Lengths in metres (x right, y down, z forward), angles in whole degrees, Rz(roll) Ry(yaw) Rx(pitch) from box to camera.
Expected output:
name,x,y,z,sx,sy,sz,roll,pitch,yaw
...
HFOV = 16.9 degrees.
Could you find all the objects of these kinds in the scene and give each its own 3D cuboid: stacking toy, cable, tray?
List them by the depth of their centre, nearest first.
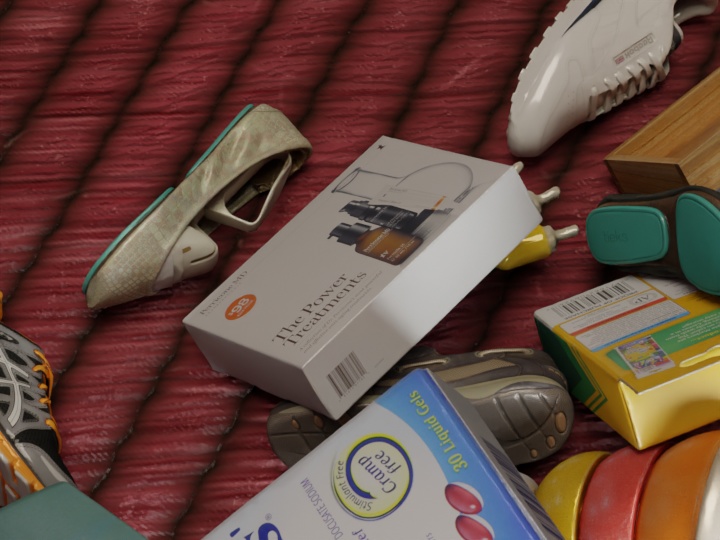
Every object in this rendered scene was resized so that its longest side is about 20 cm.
name,x,y,z,sx,sy,sz,roll,pitch,yaw
stacking toy,0.155,0.155,1.495,0.199,0.146,0.147,7,57,25
cable,0.045,-0.006,1.633,0.199,0.050,0.097,-30,55,-14
tray,0.271,-0.117,1.664,0.200,0.037,0.099,-39,19,-18

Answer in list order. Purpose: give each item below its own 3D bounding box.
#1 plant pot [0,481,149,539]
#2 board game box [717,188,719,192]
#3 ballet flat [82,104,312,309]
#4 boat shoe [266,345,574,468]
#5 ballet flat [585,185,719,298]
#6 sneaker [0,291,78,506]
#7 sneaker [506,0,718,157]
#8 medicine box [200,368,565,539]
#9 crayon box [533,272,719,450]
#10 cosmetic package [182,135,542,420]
name,x,y,z,sx,sy,sz,roll,pitch,yaw
plant pot,-0.207,0.238,1.451,0.141,0.142,0.200,32,58,21
board game box,0.330,-0.048,1.648,0.200,0.037,0.151,-38,63,-18
ballet flat,-0.106,-0.037,1.655,0.062,0.068,0.200,36,67,12
boat shoe,0.039,0.092,1.570,0.198,0.075,0.073,-4,32,6
ballet flat,0.218,-0.026,1.547,0.068,0.068,0.200,-11,13,-23
sneaker,-0.231,0.084,1.581,0.077,0.078,0.200,-26,61,-23
sneaker,0.174,-0.150,1.705,0.080,0.077,0.200,33,67,11
medicine box,0.023,0.196,1.441,0.200,0.103,0.183,-39,60,6
crayon box,0.200,0.050,1.519,0.125,0.052,0.200,-20,16,-9
cosmetic package,0.000,0.000,1.589,0.200,0.052,0.150,-44,29,-20
